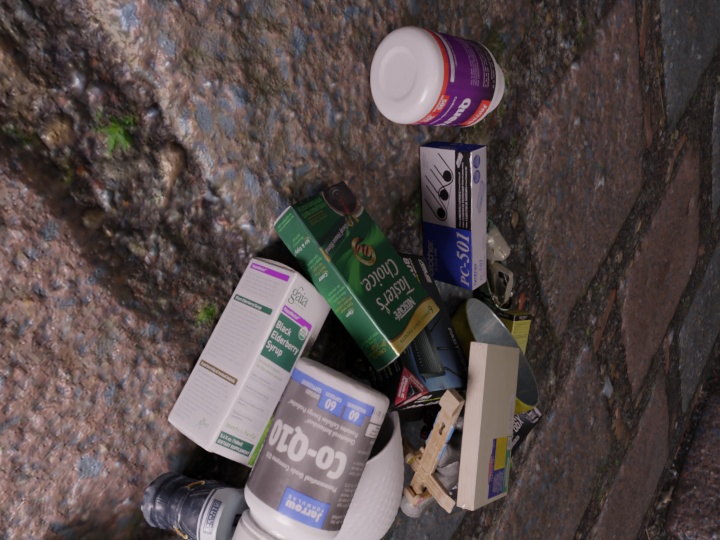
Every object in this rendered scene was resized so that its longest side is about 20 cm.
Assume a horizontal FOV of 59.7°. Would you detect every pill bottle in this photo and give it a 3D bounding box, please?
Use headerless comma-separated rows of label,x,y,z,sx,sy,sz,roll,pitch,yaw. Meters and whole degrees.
pill bottle,0.110,-0.251,0.831,0.196,0.110,0.117,-11,109,-46
pill bottle,-0.054,0.208,0.660,0.113,0.112,0.206,31,79,-48

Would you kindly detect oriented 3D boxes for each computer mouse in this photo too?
computer mouse,0.055,0.132,0.940,0.196,0.033,0.061,-3,105,-48

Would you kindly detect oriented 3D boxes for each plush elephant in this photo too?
plush elephant,0.116,0.225,0.935,0.196,0.155,0.168,-20,140,-31

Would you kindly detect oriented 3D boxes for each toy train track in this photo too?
toy train track,0.085,0.233,0.796,0.032,0.115,0.205,-11,132,-35

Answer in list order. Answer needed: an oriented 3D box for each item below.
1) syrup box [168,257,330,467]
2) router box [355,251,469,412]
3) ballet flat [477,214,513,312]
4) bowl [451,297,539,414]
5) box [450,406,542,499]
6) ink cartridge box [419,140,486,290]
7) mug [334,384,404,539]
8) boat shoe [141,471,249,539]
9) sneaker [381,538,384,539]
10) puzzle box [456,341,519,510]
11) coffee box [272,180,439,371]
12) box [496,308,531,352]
syrup box,-0.118,0.097,0.693,0.079,0.080,0.204,42,70,-49
router box,0.058,0.075,0.821,0.147,0.062,0.205,6,57,-50
ballet flat,0.230,-0.015,1.074,0.074,0.073,0.205,-40,128,-33
bowl,0.196,0.161,1.038,0.107,0.204,0.198,-38,146,24
box,0.199,0.304,1.069,0.199,0.157,0.050,-38,89,-37
ink cartridge box,0.138,-0.081,0.928,0.044,0.092,0.207,-24,118,-41
mug,-0.033,0.275,0.803,0.197,0.146,0.180,-27,125,-30
boat shoe,-0.168,0.265,0.700,0.202,0.088,0.073,81,26,-64
sneaker,-0.017,0.482,0.933,0.202,0.075,0.092,-54,176,0
puzzle box,0.172,0.202,0.833,0.132,0.025,0.208,16,79,-57
coffee box,0.000,0.000,0.726,0.202,0.044,0.122,54,37,3
box,0.273,0.178,1.194,0.074,0.049,0.208,-1,101,-48
